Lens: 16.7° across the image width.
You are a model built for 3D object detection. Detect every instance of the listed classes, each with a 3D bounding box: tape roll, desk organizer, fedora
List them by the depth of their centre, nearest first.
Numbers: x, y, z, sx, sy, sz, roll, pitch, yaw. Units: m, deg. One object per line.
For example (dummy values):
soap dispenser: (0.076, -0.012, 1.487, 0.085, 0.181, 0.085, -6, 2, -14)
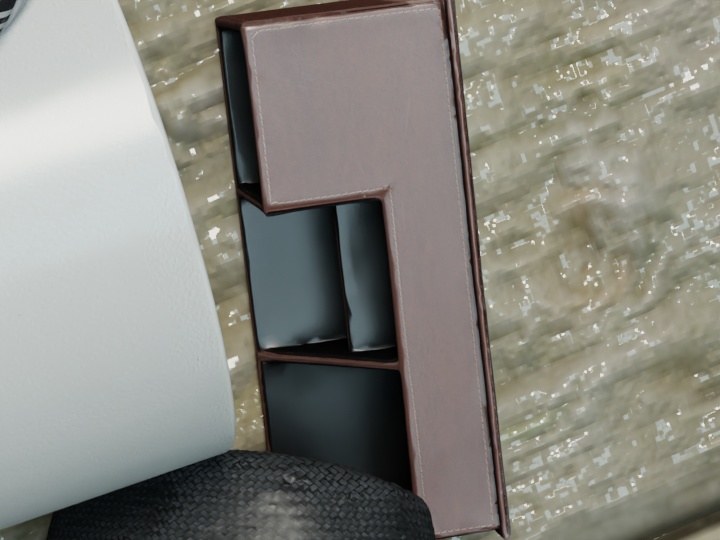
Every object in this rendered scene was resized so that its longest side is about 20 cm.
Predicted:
tape roll: (-0.137, -0.015, 0.800, 0.139, 0.203, 0.204, -19, 102, -10)
fedora: (-0.043, 0.113, 0.863, 0.200, 0.201, 0.092, 5, 78, -15)
desk organizer: (0.000, 0.000, 0.904, 0.077, 0.072, 0.201, -8, 100, -11)

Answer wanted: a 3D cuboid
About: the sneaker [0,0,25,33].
sneaker: (-0.119, -0.150, 0.698, 0.075, 0.115, 0.201, 17, 62, 13)
